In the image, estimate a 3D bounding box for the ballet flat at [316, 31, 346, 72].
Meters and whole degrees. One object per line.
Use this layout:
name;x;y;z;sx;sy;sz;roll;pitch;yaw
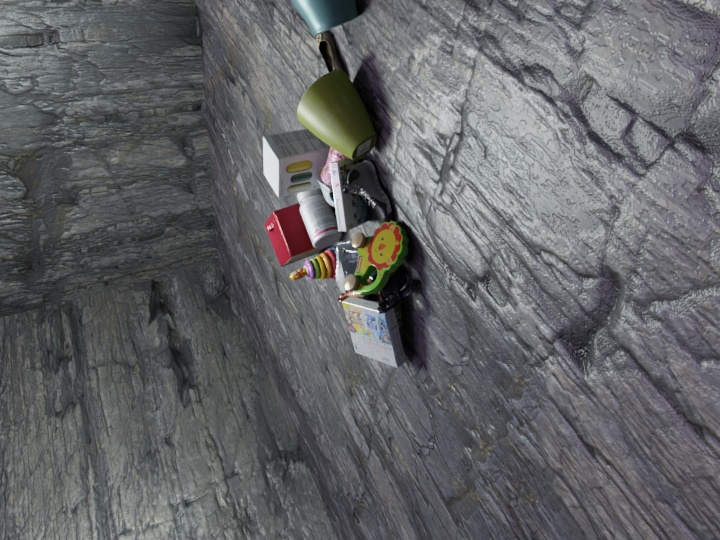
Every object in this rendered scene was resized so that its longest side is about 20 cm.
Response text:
ballet flat;-0.094;-0.636;1.615;0.204;0.045;0.067;68;154;16

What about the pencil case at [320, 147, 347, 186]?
pencil case;-0.070;-0.352;1.687;0.085;0.084;0.201;27;147;-1

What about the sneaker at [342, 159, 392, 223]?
sneaker;0.008;-0.215;1.547;0.204;0.113;0.075;68;155;17

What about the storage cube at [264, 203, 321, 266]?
storage cube;-0.243;-0.140;2.057;0.183;0.197;0.171;67;155;3

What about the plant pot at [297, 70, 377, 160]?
plant pot;-0.046;-0.415;1.515;0.201;0.185;0.188;51;150;14

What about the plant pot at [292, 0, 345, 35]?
plant pot;-0.095;-0.733;1.409;0.199;0.198;0.191;24;141;60

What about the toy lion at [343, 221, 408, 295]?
toy lion;0.052;-0.035;1.516;0.189;0.068;0.205;-2;72;46

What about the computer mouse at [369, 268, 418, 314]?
computer mouse;0.079;0.031;1.564;0.053;0.138;0.201;46;-171;-46

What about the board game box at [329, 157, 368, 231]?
board game box;-0.031;-0.231;1.616;0.034;0.126;0.205;4;110;34

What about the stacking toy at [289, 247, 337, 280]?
stacking toy;-0.164;-0.005;1.947;0.116;0.196;0.112;30;131;58

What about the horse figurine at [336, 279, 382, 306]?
horse figurine;0.025;0.076;1.675;0.133;0.050;0.201;48;129;9

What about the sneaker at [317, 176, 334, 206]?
sneaker;-0.078;-0.243;1.797;0.201;0.074;0.088;-125;20;-48

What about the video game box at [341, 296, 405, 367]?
video game box;0.039;0.182;1.630;0.198;0.046;0.186;11;124;48

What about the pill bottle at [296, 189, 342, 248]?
pill bottle;-0.149;-0.193;1.912;0.204;0.111;0.114;67;155;16

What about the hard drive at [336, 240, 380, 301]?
hard drive;0.000;0.000;1.733;0.133;0.042;0.205;-9;100;47

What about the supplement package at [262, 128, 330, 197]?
supplement package;-0.217;-0.372;1.852;0.152;0.196;0.154;54;150;37

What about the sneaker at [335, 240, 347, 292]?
sneaker;-0.035;0.003;1.832;0.080;0.075;0.205;16;120;51

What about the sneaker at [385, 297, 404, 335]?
sneaker;0.104;0.151;1.624;0.090;0.066;0.202;48;144;22
